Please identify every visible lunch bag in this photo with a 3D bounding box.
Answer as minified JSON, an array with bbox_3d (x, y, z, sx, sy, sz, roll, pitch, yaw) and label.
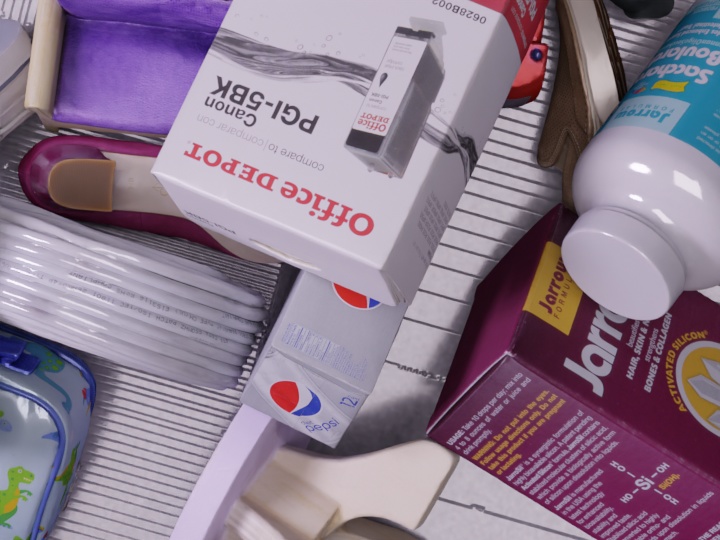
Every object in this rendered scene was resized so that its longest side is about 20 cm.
[{"bbox_3d":[-0.266,0.092,1.258,0.199,0.083,0.161,20,117,1],"label":"lunch bag"}]

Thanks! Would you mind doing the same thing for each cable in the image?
[{"bbox_3d":[-0.154,0.012,1.211,0.199,0.200,0.069,19,87,0],"label":"cable"}]

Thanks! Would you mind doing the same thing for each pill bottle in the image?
[{"bbox_3d":[0.193,-0.066,1.189,0.111,0.111,0.200,40,62,-3],"label":"pill bottle"}]

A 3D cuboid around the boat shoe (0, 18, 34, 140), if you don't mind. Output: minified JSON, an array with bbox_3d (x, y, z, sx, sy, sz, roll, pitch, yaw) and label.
[{"bbox_3d":[-0.256,-0.066,1.230,0.200,0.073,0.065,-44,130,-27],"label":"boat shoe"}]

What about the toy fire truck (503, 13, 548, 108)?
[{"bbox_3d":[0.098,-0.194,1.221,0.049,0.141,0.201,6,94,-4],"label":"toy fire truck"}]

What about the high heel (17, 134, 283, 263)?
[{"bbox_3d":[-0.110,-0.046,1.293,0.199,0.096,0.068,2,98,-21],"label":"high heel"}]

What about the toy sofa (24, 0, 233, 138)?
[{"bbox_3d":[-0.095,-0.121,1.245,0.199,0.098,0.083,7,81,-1],"label":"toy sofa"}]

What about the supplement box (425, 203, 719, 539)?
[{"bbox_3d":[0.158,0.077,1.226,0.200,0.131,0.103,31,138,-9],"label":"supplement box"}]

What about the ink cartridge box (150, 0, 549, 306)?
[{"bbox_3d":[-0.003,-0.102,1.140,0.146,0.083,0.201,22,81,15],"label":"ink cartridge box"}]

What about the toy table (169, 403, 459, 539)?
[{"bbox_3d":[-0.032,0.155,1.242,0.117,0.184,0.200,31,112,14],"label":"toy table"}]

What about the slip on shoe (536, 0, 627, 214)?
[{"bbox_3d":[0.135,-0.077,1.271,0.060,0.076,0.201,-10,101,13],"label":"slip on shoe"}]

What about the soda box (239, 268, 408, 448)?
[{"bbox_3d":[0.000,0.000,1.216,0.063,0.068,0.200,26,53,-3],"label":"soda box"}]

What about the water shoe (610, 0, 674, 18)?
[{"bbox_3d":[0.206,-0.241,1.265,0.200,0.071,0.079,-49,129,-6],"label":"water shoe"}]
